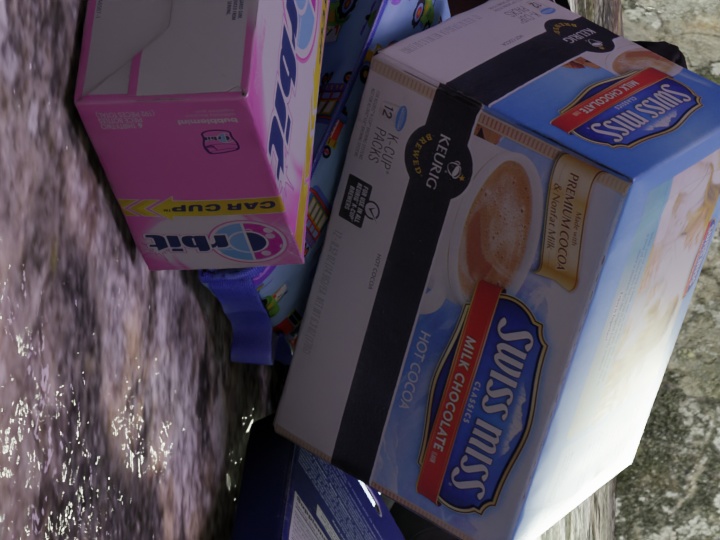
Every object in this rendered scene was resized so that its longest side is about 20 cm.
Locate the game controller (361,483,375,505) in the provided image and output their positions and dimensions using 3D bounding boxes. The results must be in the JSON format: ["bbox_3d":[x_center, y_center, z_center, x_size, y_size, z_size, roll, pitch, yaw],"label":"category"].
[{"bbox_3d":[0.000,0.116,1.371,0.104,0.042,0.200,-79,164,-50],"label":"game controller"}]

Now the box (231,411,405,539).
[{"bbox_3d":[-0.015,0.142,1.151,0.121,0.032,0.200,60,15,-20],"label":"box"}]

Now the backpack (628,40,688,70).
[{"bbox_3d":[0.111,-0.009,1.313,0.200,0.154,0.163,-91,-177,-56],"label":"backpack"}]

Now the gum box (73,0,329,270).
[{"bbox_3d":[-0.055,-0.115,0.988,0.114,0.066,0.200,72,19,-57],"label":"gum box"}]

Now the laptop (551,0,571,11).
[{"bbox_3d":[0.053,-0.169,1.421,0.103,0.200,0.177,3,62,-40],"label":"laptop"}]

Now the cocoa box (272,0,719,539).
[{"bbox_3d":[0.068,0.000,1.132,0.133,0.131,0.200,-29,141,-53],"label":"cocoa box"}]

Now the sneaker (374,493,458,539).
[{"bbox_3d":[0.044,0.185,1.281,0.099,0.071,0.200,47,-50,55],"label":"sneaker"}]

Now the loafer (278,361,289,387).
[{"bbox_3d":[0.000,0.000,1.257,0.068,0.070,0.201,5,83,-55],"label":"loafer"}]

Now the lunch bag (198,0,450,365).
[{"bbox_3d":[-0.024,-0.052,1.148,0.151,0.094,0.200,66,34,-73],"label":"lunch bag"}]

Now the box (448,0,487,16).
[{"bbox_3d":[0.026,-0.183,1.362,0.100,0.075,0.200,-138,-137,-68],"label":"box"}]
